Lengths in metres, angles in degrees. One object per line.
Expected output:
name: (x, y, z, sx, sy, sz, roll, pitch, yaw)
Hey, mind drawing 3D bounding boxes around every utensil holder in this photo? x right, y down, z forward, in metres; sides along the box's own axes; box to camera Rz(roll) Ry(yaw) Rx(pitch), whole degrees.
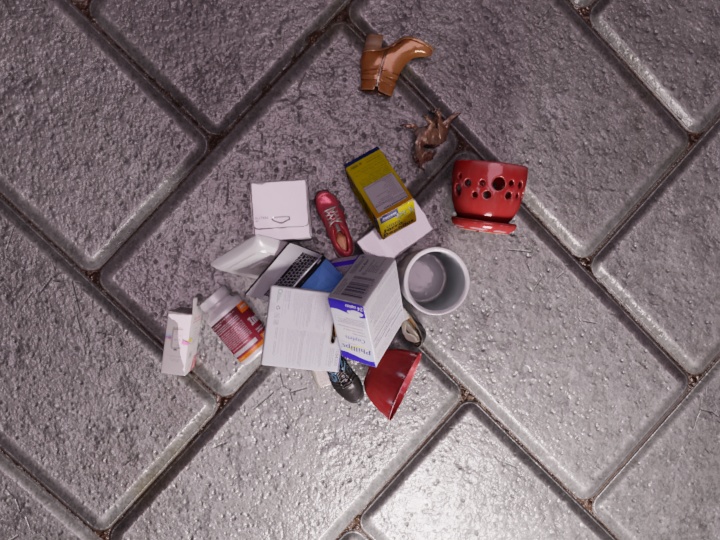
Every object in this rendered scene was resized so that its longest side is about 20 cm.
utensil holder: (0.184, 0.022, 1.475, 0.167, 0.200, 0.173, 0, 93, -4)

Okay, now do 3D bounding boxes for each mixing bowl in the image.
mixing bowl: (0.077, 0.290, 1.495, 0.107, 0.200, 0.202, 25, 90, 14)

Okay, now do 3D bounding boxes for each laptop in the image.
laptop: (-0.148, 0.054, 1.400, 0.187, 0.199, 0.116, -46, 54, 18)

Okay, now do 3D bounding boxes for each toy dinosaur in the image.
toy dinosaur: (0.198, -0.366, 1.526, 0.198, 0.086, 0.137, -29, 105, -19)

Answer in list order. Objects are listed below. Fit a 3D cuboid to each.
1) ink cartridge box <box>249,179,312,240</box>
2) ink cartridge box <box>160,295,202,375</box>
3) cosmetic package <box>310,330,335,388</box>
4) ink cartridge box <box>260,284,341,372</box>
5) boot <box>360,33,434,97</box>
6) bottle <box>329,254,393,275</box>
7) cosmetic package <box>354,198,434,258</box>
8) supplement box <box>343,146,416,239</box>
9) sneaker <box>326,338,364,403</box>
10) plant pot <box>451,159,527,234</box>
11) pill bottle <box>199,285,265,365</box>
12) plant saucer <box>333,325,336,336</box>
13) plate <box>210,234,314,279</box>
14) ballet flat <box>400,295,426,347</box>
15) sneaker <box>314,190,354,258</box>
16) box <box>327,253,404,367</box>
ink cartridge box: (-0.202, -0.148, 1.436, 0.144, 0.200, 0.149, -4, 92, -5)
ink cartridge box: (-0.472, 0.165, 1.468, 0.066, 0.116, 0.203, 8, 90, -5)
cosmetic package: (-0.107, 0.209, 1.522, 0.104, 0.071, 0.203, -20, 94, -3)
ink cartridge box: (-0.140, 0.146, 1.382, 0.197, 0.043, 0.200, 8, 93, -12)
boot: (0.097, -0.554, 1.513, 0.197, 0.074, 0.157, 7, 90, 7)
bottle: (0.000, 0.000, 1.475, 0.198, 0.065, 0.084, -9, 120, 32)
cosmetic package: (0.092, -0.097, 1.527, 0.199, 0.071, 0.102, -36, 95, -2)
supplement box: (0.052, -0.205, 1.460, 0.108, 0.110, 0.201, -28, 63, -3)
sneaker: (-0.057, 0.269, 1.451, 0.073, 0.082, 0.201, -34, 95, -3)
plant pot: (0.336, -0.197, 1.485, 0.197, 0.200, 0.185, 8, 98, -5)
pill bottle: (-0.333, 0.144, 1.480, 0.113, 0.113, 0.201, -40, 95, -2)
plant saucer: (0.012, 0.140, 1.519, 0.197, 0.037, 0.204, -3, 97, -27)
plate: (-0.247, -0.022, 1.408, 0.198, 0.199, 0.033, -26, 64, 35)
ballet flat: (0.120, 0.134, 1.508, 0.067, 0.069, 0.200, -27, 117, 28)
sneaker: (-0.064, -0.128, 1.506, 0.073, 0.087, 0.202, -24, 94, -4)
box: (0.019, 0.096, 1.363, 0.104, 0.184, 0.202, 9, 130, 27)
